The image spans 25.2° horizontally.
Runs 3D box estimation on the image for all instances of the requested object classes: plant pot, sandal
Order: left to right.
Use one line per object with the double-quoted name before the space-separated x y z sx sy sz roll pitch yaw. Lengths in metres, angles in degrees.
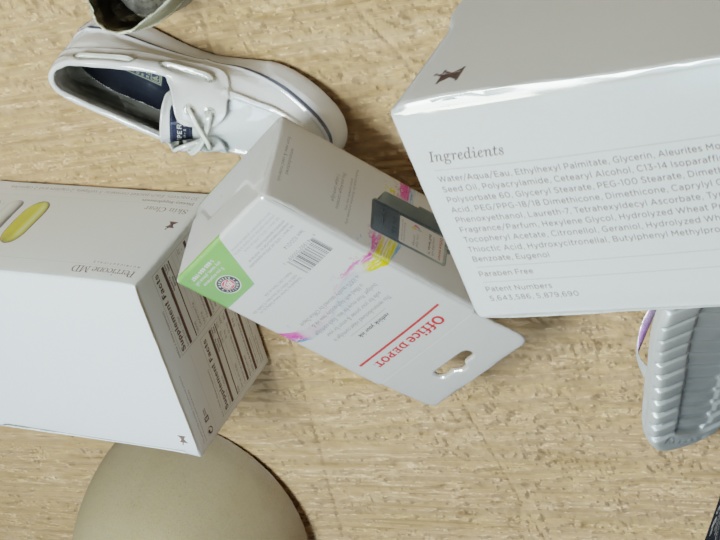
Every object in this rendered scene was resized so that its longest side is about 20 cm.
"plant pot" -0.159 0.244 1.308 0.199 0.135 0.202 16 128 21
"sandal" 0.200 0.035 0.978 0.204 0.082 0.050 98 152 -45

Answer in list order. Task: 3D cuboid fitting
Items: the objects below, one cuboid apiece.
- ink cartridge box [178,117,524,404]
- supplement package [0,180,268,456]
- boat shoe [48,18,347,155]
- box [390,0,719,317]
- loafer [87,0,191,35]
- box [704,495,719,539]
"ink cartridge box" 0.000 0.000 1.028 0.199 0.068 0.117 28 140 -20
"supplement package" -0.194 0.032 1.176 0.198 0.111 0.157 4 129 28
"boat shoe" -0.108 -0.103 1.038 0.198 0.066 0.074 18 134 17
"box" 0.154 -0.091 0.791 0.198 0.199 0.131 -4 125 34
"loafer" -0.113 -0.200 0.935 0.075 0.069 0.200 32 148 1
"box" 0.333 0.155 0.964 0.199 0.104 0.183 29 137 6
